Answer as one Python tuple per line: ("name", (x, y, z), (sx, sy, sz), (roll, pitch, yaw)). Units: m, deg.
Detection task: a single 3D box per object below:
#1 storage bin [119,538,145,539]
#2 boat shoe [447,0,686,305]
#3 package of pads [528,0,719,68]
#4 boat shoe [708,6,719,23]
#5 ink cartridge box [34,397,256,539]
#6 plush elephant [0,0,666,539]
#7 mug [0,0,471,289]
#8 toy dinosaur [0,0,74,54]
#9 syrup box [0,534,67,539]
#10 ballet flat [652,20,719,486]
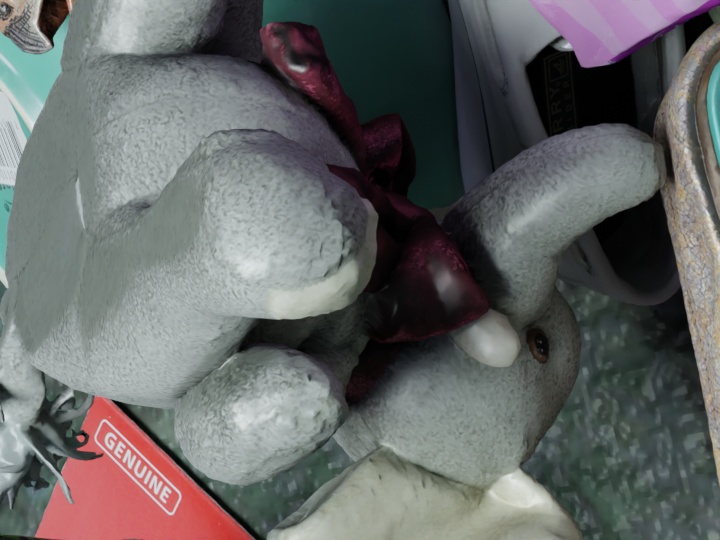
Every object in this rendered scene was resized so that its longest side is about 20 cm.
("storage bin", (-0.044, 0.195, 0.912), (0.135, 0.094, 0.201), (26, 94, 29))
("boat shoe", (0.058, -0.082, 0.797), (0.065, 0.073, 0.201), (34, 148, 49))
("package of pads", (0.041, -0.154, 0.682), (0.200, 0.076, 0.120), (52, 148, -8))
("boat shoe", (0.133, -0.067, 0.774), (0.072, 0.060, 0.202), (108, 138, -72))
("ink cartridge box", (-0.068, 0.170, 1.005), (0.200, 0.045, 0.177), (41, 124, 26))
("plush elephant", (0.000, 0.000, 0.733), (0.165, 0.154, 0.200), (-103, 31, -41))
("mug", (-0.060, -0.040, 0.880), (0.152, 0.114, 0.185), (48, 150, 24))
("toy dinosaur", (-0.054, -0.160, 0.811), (0.135, 0.200, 0.086), (-25, 117, 27))
("syrup box", (-0.058, 0.116, 0.764), (0.078, 0.200, 0.082), (16, 89, 29))
("ballet flat", (0.114, 0.037, 0.740), (0.067, 0.068, 0.201), (164, 97, -76))
